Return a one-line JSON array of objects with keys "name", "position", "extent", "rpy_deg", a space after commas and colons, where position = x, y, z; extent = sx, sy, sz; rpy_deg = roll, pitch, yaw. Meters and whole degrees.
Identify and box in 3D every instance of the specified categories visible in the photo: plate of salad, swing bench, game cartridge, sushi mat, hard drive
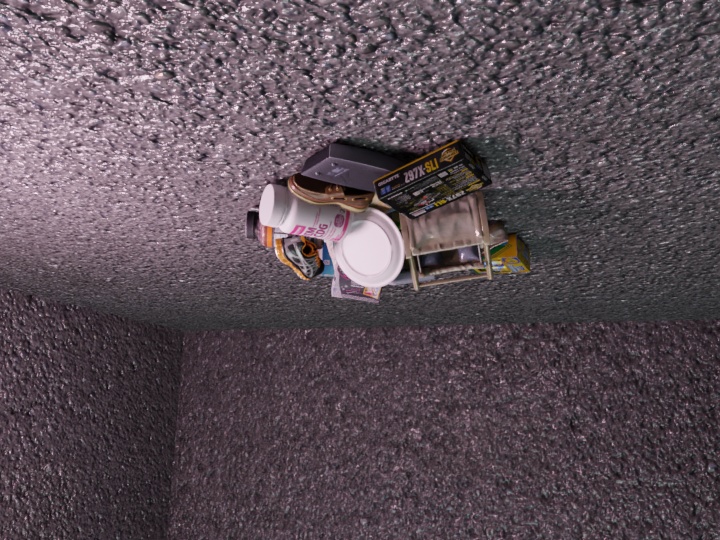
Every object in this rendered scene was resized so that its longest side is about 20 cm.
[{"name": "plate of salad", "position": [0.022, -0.057, 1.673], "extent": [0.199, 0.201, 0.048], "rpy_deg": [-6, -168, 31]}, {"name": "swing bench", "position": [0.207, -0.069, 1.646], "extent": [0.197, 0.130, 0.200], "rpy_deg": [-10, 145, 8]}, {"name": "game cartridge", "position": [0.141, 0.013, 2.014], "extent": [0.132, 0.041, 0.200], "rpy_deg": [-5, -177, 1]}, {"name": "sushi mat", "position": [0.014, -0.149, 1.663], "extent": [0.095, 0.012, 0.200], "rpy_deg": [22, 157, -18]}, {"name": "hard drive", "position": [-0.008, -0.211, 1.427], "extent": [0.199, 0.043, 0.135], "rpy_deg": [9, 166, -32]}]

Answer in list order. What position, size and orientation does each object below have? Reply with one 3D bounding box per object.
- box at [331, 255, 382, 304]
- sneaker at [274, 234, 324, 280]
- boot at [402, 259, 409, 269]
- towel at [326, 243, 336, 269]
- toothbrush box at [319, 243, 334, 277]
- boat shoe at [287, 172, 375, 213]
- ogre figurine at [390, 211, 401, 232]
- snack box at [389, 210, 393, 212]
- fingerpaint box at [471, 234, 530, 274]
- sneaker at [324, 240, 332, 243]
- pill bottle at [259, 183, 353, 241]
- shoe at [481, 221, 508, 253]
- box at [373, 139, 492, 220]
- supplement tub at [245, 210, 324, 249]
[{"name": "box", "position": [0.000, 0.000, 1.825], "extent": [0.131, 0.116, 0.200], "rpy_deg": [10, -167, 1]}, {"name": "sneaker", "position": [-0.133, -0.034, 1.703], "extent": [0.077, 0.079, 0.200], "rpy_deg": [-20, 157, 18]}, {"name": "boot", "position": [0.197, -0.068, 1.907], "extent": [0.199, 0.073, 0.156], "rpy_deg": [-14, 166, 2]}, {"name": "towel", "position": [0.004, -0.062, 1.951], "extent": [0.198, 0.032, 0.192], "rpy_deg": [0, 141, 10]}, {"name": "toothbrush box", "position": [-0.041, -0.030, 2.135], "extent": [0.199, 0.086, 0.146], "rpy_deg": [6, 166, -16]}, {"name": "boat shoe", "position": [-0.060, -0.184, 1.515], "extent": [0.199, 0.072, 0.068], "rpy_deg": [11, 147, -25]}, {"name": "ogre figurine", "position": [0.091, -0.098, 1.764], "extent": [0.098, 0.200, 0.120], "rpy_deg": [45, -167, 25]}, {"name": "snack box", "position": [0.041, -0.159, 1.690], "extent": [0.072, 0.024, 0.199], "rpy_deg": [13, 163, -38]}, {"name": "fingerpaint box", "position": [0.402, -0.043, 2.043], "extent": [0.166, 0.074, 0.200], "rpy_deg": [-4, 166, 23]}, {"name": "sneaker", "position": [-0.036, -0.118, 1.830], "extent": [0.198, 0.073, 0.085], "rpy_deg": [7, 134, -3]}, {"name": "pill bottle", "position": [-0.127, -0.137, 1.609], "extent": [0.199, 0.114, 0.113], "rpy_deg": [8, 166, -27]}, {"name": "shoe", "position": [0.305, -0.060, 1.855], "extent": [0.199, 0.054, 0.070], "rpy_deg": [-30, 164, 20]}, {"name": "box", "position": [0.149, -0.180, 1.414], "extent": [0.199, 0.050, 0.159], "rpy_deg": [-23, 159, 25]}, {"name": "supplement tub", "position": [-0.190, -0.111, 1.755], "extent": [0.198, 0.108, 0.107], "rpy_deg": [4, 167, -5]}]
